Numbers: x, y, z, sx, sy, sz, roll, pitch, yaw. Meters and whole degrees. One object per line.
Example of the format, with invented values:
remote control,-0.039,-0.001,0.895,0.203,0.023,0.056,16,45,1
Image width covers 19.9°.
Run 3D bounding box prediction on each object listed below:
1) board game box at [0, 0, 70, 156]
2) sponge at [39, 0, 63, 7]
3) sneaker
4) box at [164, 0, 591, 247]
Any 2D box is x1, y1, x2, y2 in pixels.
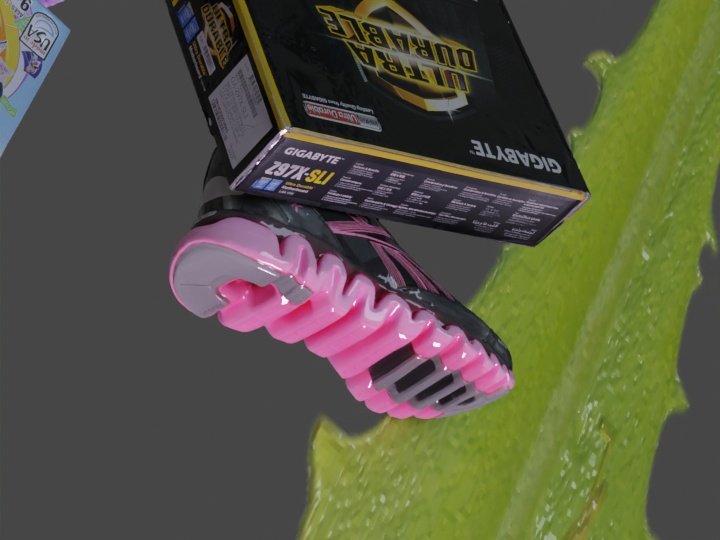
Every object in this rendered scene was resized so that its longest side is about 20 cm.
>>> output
board game box,-0.218,-0.106,0.791,0.200,0.034,0.135,42,52,-28
sponge,-0.125,-0.222,0.922,0.112,0.030,0.200,49,49,-23
sneaker,0.000,0.000,0.957,0.200,0.079,0.096,32,46,-36
box,0.003,-0.099,0.961,0.199,0.049,0.160,10,47,-42
